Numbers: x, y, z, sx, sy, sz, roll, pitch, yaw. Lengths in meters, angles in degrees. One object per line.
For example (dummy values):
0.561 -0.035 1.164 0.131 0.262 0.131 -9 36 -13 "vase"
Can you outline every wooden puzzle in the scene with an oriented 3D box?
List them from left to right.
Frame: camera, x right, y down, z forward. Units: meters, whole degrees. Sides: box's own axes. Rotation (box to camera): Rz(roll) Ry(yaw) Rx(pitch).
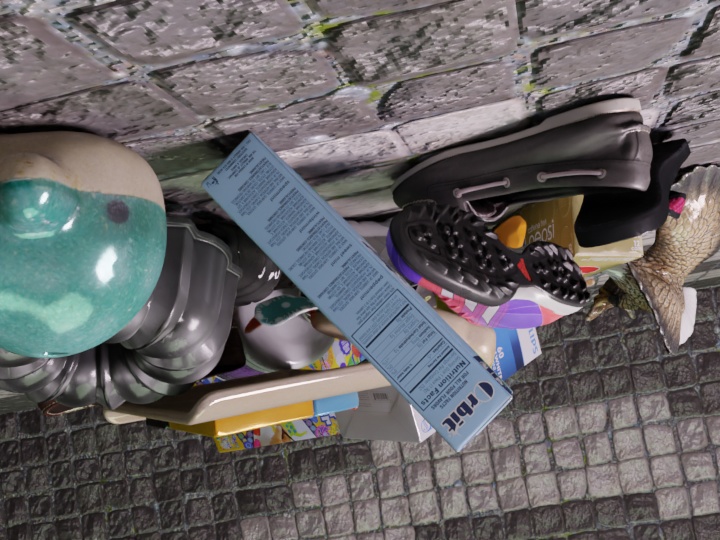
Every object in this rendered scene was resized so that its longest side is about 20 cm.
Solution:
-0.091 0.106 0.813 0.184 0.038 0.199 -6 176 -35 "wooden puzzle"

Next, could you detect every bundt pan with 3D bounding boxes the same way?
-0.181 0.037 0.679 0.200 0.076 0.202 -3 152 -2 "bundt pan"

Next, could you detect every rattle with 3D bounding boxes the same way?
0.019 0.004 0.798 0.198 0.144 0.130 14 -177 11 "rattle"

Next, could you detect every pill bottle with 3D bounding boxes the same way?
-0.111 0.056 1.023 0.111 0.112 0.200 -5 171 -30 "pill bottle"

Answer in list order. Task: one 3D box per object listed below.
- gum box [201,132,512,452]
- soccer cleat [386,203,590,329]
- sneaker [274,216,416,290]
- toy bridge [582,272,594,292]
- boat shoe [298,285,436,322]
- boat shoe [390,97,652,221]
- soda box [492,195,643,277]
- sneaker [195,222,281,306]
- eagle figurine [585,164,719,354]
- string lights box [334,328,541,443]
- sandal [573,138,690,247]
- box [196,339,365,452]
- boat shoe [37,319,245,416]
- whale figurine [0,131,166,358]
0.008 0.017 0.605 0.045 0.200 0.170 -44 169 2 "gum box"
0.076 0.008 0.671 0.073 0.069 0.199 -35 151 33 "soccer cleat"
0.000 0.000 0.857 0.198 0.083 0.075 -10 173 1 "sneaker"
0.118 0.035 0.913 0.199 0.027 0.067 -16 175 26 "toy bridge"
0.041 0.005 0.930 0.200 0.072 0.061 -18 175 -10 "boat shoe"
0.098 -0.057 0.657 0.199 0.058 0.067 -17 170 43 "boat shoe"
0.183 -0.028 0.917 0.063 0.068 0.200 0 171 -12 "soda box"
-0.164 0.001 0.765 0.199 0.077 0.091 -19 160 16 "sneaker"
0.281 0.002 0.948 0.150 0.153 0.200 -15 174 -15 "eagle figurine"
0.074 0.092 0.956 0.102 0.059 0.199 -5 -164 46 "string lights box"
0.185 -0.044 0.675 0.075 0.045 0.200 -17 -165 28 "sandal"
-0.070 0.113 1.223 0.191 0.123 0.200 -14 -167 28 "box"
-0.200 0.094 0.903 0.199 0.071 0.070 -24 170 7 "boat shoe"
-0.188 -0.007 0.483 0.199 0.105 0.158 -2 170 -45 "whale figurine"
